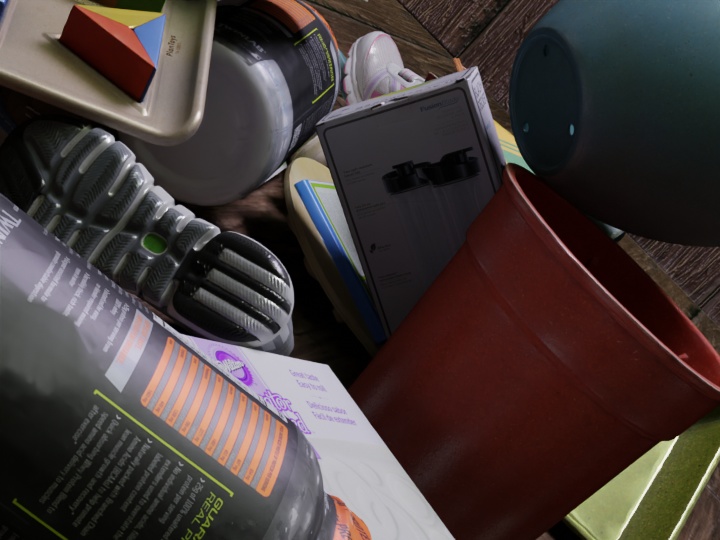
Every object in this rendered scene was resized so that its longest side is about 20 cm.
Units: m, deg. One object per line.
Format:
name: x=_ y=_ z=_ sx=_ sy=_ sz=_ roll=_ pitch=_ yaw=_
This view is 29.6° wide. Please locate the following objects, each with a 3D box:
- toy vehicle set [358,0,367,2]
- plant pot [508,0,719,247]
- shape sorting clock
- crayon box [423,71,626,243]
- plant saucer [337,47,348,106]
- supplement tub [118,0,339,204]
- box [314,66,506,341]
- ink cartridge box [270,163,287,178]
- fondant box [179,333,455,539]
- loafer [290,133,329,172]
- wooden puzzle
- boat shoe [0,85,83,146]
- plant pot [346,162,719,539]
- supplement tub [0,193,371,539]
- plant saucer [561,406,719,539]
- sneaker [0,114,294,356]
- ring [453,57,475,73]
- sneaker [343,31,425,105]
toy vehicle set: x=-0.101 y=-0.220 z=0.928 sx=0.198 sy=0.027 sz=0.124 roll=13 pitch=5 yaw=16
plant pot: x=0.174 y=-0.110 z=0.870 sx=0.134 sy=0.201 sz=0.201 roll=-6 pitch=40 yaw=-23
shape sorting clock: x=0.000 y=0.000 z=1.073 sx=0.200 sy=0.039 sz=0.201 roll=46 pitch=24 yaw=-27
crayon box: x=0.091 y=-0.041 z=1.044 sx=0.200 sy=0.127 sz=0.051 roll=42 pitch=46 yaw=20
plant saucer: x=0.018 y=-0.114 z=1.247 sx=0.201 sy=0.019 sz=0.070 roll=65 pitch=8 yaw=13
supplement tub: x=-0.087 y=-0.133 z=0.989 sx=0.122 sy=0.123 sz=0.200 roll=43 pitch=25 yaw=-3
box: x=0.056 y=-0.031 z=0.967 sx=0.060 sy=0.116 sz=0.201 roll=-53 pitch=126 yaw=-69
ink cartridge box: x=-0.142 y=-0.156 z=1.145 sx=0.201 sy=0.048 sz=0.146 roll=62 pitch=14 yaw=-7
fondant box: x=-0.018 y=0.129 z=0.671 sx=0.200 sy=0.058 sz=0.144 roll=51 pitch=16 yaw=28
loafer: x=-0.032 y=-0.093 z=1.221 sx=0.068 sy=0.076 sz=0.200 roll=44 pitch=5 yaw=8
wooden puzzle: x=-0.181 y=-0.167 z=0.804 sx=0.198 sy=0.046 sz=0.186 roll=17 pitch=38 yaw=-15
boat shoe: x=-0.206 y=-0.137 z=0.864 sx=0.072 sy=0.072 sz=0.200 roll=28 pitch=22 yaw=-44
plant pot: x=0.097 y=0.072 z=0.858 sx=0.200 sy=0.195 sz=0.201 roll=41 pitch=15 yaw=-13
supplement tub: x=-0.099 y=0.072 z=0.482 sx=0.200 sy=0.123 sz=0.123 roll=40 pitch=15 yaw=-15
plant saucer: x=0.185 y=0.123 z=1.091 sx=0.200 sy=0.048 sz=0.200 roll=43 pitch=55 yaw=-2
sneaker: x=-0.119 y=-0.003 z=0.778 sx=0.199 sy=0.075 sz=0.116 roll=35 pitch=-14 yaw=18
ring: x=0.119 y=-0.086 z=1.154 sx=0.200 sy=0.019 sz=0.202 roll=-19 pitch=90 yaw=-85
sneaker: x=0.053 y=-0.130 z=1.183 sx=0.081 sy=0.088 sz=0.201 roll=14 pitch=49 yaw=-55
